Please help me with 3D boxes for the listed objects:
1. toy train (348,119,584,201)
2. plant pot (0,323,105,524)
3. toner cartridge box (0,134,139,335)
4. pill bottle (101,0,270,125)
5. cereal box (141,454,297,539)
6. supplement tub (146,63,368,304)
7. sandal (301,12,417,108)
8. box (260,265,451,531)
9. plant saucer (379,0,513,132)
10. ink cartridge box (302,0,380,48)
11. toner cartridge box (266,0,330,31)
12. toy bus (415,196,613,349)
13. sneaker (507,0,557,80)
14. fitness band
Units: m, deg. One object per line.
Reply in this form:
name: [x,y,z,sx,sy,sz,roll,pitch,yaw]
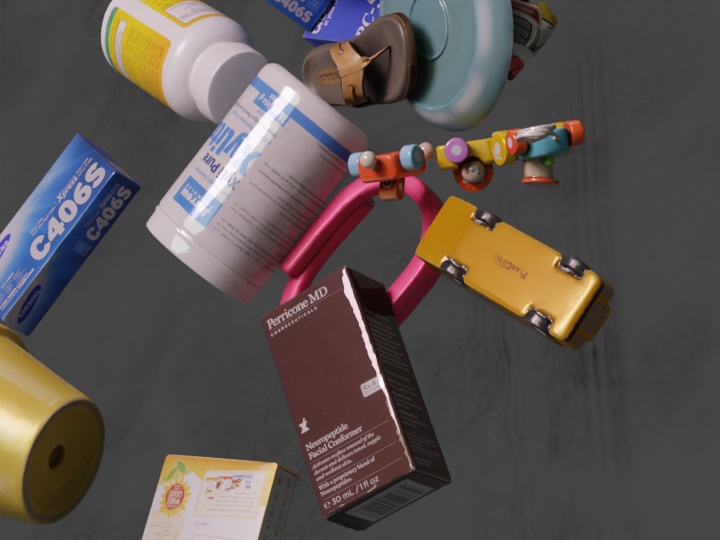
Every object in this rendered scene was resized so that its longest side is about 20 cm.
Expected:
toy train: [0.098,-0.091,1.559,0.198,0.150,0.056,-6,95,31]
plant pot: [-0.362,0.156,1.746,0.187,0.201,0.203,17,77,27]
toner cartridge box: [-0.330,-0.039,1.908,0.201,0.043,0.095,-53,45,2]
pill bottle: [-0.178,-0.222,1.852,0.200,0.113,0.113,34,89,44]
cereal box: [-0.143,0.270,1.605,0.143,0.039,0.202,0,67,38]
supplement tub: [-0.097,-0.084,1.700,0.201,0.132,0.132,-52,46,2]
sandal: [-0.009,-0.194,1.696,0.199,0.054,0.083,0,105,57]
box: [-0.005,0.110,1.539,0.100,0.075,0.202,-31,60,21]
plant saucer: [0.071,-0.227,1.639,0.200,0.027,0.203,25,120,54]
ink cartridge box: [0.025,-0.308,1.787,0.093,0.044,0.202,14,76,43]
toner cartridge box: [-0.106,-0.319,1.830,0.043,0.095,0.200,-52,33,10]
toy bus: [0.133,0.005,1.506,0.199,0.078,0.065,32,86,44]
sneaker: [0.118,-0.267,1.679,0.082,0.078,0.201,-40,57,8]
fitness band: [0.000,0.000,1.647,0.200,0.037,0.144,-50,49,6]
